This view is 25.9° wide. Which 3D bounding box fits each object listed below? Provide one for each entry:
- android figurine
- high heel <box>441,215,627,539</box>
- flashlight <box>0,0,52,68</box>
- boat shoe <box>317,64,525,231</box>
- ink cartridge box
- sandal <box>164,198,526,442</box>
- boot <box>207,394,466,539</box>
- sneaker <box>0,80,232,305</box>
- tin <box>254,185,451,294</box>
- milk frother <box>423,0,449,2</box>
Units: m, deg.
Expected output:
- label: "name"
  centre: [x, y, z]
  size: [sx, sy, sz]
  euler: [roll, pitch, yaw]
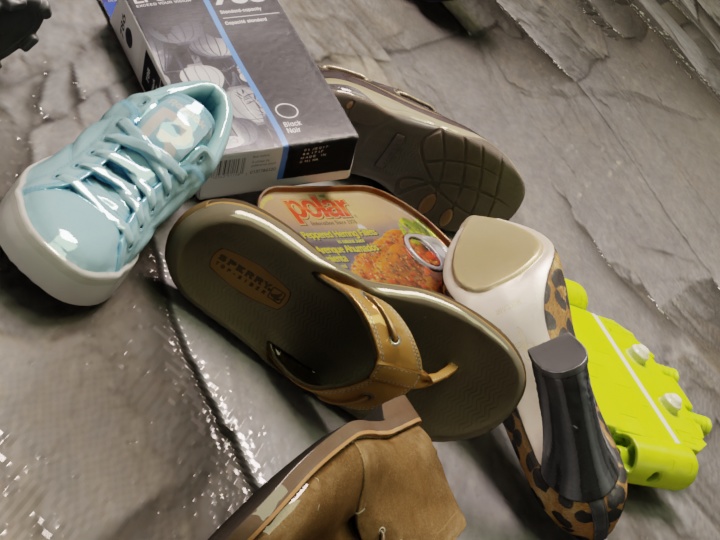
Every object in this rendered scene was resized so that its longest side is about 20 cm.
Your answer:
- label: "android figurine"
  centre: [0.156, 0.072, 1.027]
  size: [0.200, 0.041, 0.182]
  euler: [18, 32, -39]
- label: "high heel"
  centre: [0.098, 0.061, 0.913]
  size: [0.200, 0.071, 0.143]
  euler: [-112, -174, -57]
- label: "flashlight"
  centre: [-0.241, -0.197, 0.856]
  size: [0.200, 0.068, 0.068]
  euler: [49, 30, 20]
- label: "boat shoe"
  centre: [0.032, -0.092, 1.080]
  size: [0.200, 0.074, 0.073]
  euler: [27, 28, -33]
- label: "ink cartridge box"
  centre: [-0.085, -0.127, 0.958]
  size: [0.099, 0.039, 0.200]
  euler: [-11, 48, -24]
- label: "sandal"
  centre: [-0.009, 0.033, 0.793]
  size: [0.200, 0.080, 0.054]
  euler: [30, 15, -11]
- label: "boot"
  centre: [-0.004, 0.111, 0.688]
  size: [0.075, 0.074, 0.200]
  euler: [56, 24, 8]
- label: "sneaker"
  centre: [-0.116, -0.053, 0.778]
  size: [0.074, 0.082, 0.200]
  euler: [37, 24, -7]
- label: "tin"
  centre: [0.000, 0.000, 0.918]
  size: [0.112, 0.042, 0.200]
  euler: [54, 26, 17]
- label: "milk frother"
  centre: [0.062, -0.352, 1.516]
  size: [0.200, 0.180, 0.188]
  euler: [171, -93, -85]
